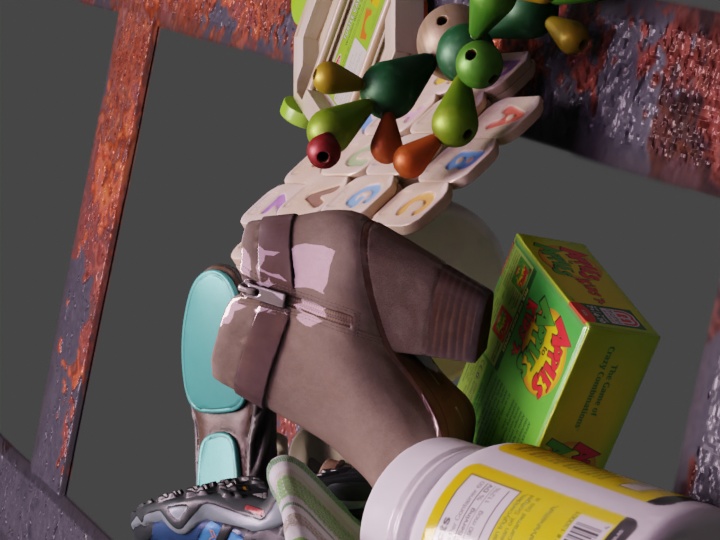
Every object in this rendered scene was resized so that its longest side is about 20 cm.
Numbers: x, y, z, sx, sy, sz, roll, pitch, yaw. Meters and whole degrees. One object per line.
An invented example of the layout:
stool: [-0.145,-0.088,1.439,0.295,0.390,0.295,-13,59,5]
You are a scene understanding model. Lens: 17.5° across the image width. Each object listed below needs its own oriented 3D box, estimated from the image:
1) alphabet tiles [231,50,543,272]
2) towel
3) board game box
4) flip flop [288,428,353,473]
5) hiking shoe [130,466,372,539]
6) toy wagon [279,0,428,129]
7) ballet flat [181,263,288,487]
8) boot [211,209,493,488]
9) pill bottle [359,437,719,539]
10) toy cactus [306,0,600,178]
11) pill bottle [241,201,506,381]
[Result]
alphabet tiles: [0.014,-0.064,1.378,0.200,0.015,0.195,-43,24,-24]
towel: [0.004,0.180,1.257,0.031,0.149,0.200,-43,11,5]
board game box: [0.089,0.093,1.294,0.102,0.047,0.201,56,132,54]
flip flop: [-0.013,0.147,1.475,0.200,0.057,0.082,38,116,61]
hiking shoe: [-0.065,0.170,1.421,0.199,0.074,0.087,-9,90,43]
toy wagon: [-0.010,-0.165,1.592,0.156,0.039,0.200,-69,28,24]
ballet flat: [-0.077,0.096,1.519,0.068,0.068,0.202,2,93,38]
boot: [-0.011,0.068,1.274,0.070,0.145,0.202,-16,-63,-74]
pill bottle: [0.095,0.149,1.150,0.199,0.114,0.115,15,96,52]
toy cactus: [0.049,-0.132,1.347,0.200,0.102,0.165,-41,11,6]
pill bottle: [0.000,0.000,1.434,0.200,0.111,0.113,18,98,64]
